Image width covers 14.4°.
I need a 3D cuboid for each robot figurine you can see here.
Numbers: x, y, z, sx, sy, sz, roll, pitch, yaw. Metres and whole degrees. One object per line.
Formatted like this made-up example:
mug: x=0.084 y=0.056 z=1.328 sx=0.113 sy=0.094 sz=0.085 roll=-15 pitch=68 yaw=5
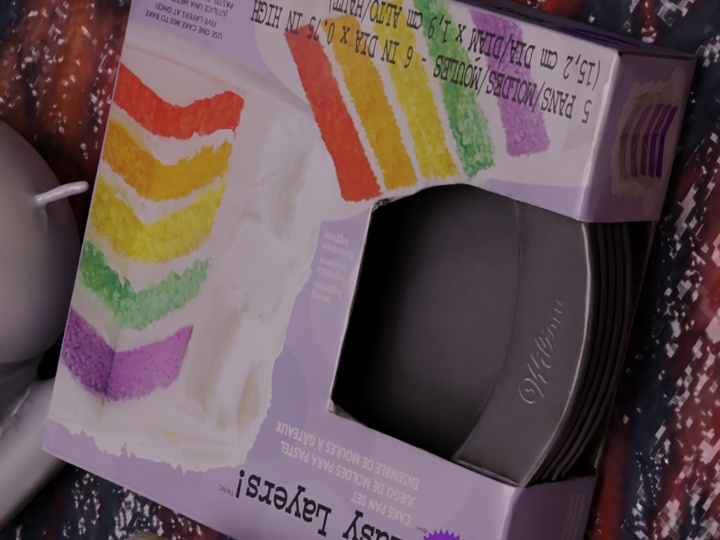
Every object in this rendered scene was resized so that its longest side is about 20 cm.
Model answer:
robot figurine: x=-0.170 y=0.019 z=0.974 sx=0.169 sy=0.113 sz=0.200 roll=35 pitch=116 yaw=-6

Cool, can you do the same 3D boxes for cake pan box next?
cake pan box: x=0.000 y=0.000 z=0.884 sx=0.199 sy=0.052 sz=0.185 roll=22 pitch=105 yaw=36

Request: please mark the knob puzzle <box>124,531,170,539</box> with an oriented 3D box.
knob puzzle: x=-0.003 y=0.188 z=0.820 sx=0.219 sy=0.030 sz=0.221 roll=10 pitch=107 yaw=36
